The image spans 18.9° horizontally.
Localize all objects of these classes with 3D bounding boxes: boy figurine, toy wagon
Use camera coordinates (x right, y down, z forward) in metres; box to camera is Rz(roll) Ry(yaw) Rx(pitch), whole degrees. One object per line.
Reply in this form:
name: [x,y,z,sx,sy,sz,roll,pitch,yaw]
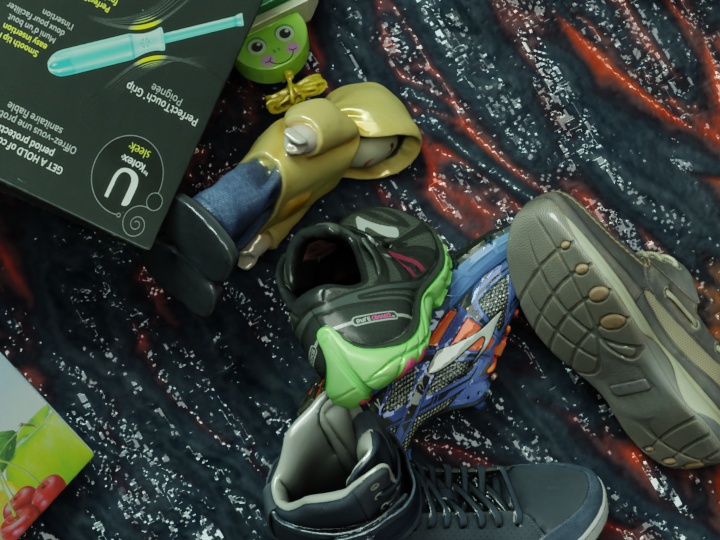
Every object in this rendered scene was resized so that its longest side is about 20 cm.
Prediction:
boy figurine: [-0.042,-0.048,1.258,0.064,0.125,0.200,43,46,13]
toy wagon: [-0.080,-0.184,1.304,0.155,0.040,0.200,-26,64,-9]

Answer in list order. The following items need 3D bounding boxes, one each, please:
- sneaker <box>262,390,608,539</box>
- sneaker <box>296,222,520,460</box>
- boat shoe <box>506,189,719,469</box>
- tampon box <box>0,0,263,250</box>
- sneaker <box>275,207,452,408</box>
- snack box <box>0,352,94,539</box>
sneaker: [0.042,0.121,1.199,0.202,0.147,0.077,-16,45,-9]
sneaker: [0.055,0.042,1.269,0.200,0.075,0.078,-42,96,-7]
boat shoe: [0.155,0.027,1.254,0.200,0.074,0.073,54,49,-24]
tampon box: [-0.160,-0.137,1.179,0.150,0.126,0.201,27,85,-35]
sneaker: [0.000,0.000,1.189,0.077,0.200,0.084,-34,105,13]
snack box: [-0.254,0.087,1.171,0.142,0.200,0.053,-48,41,-14]
